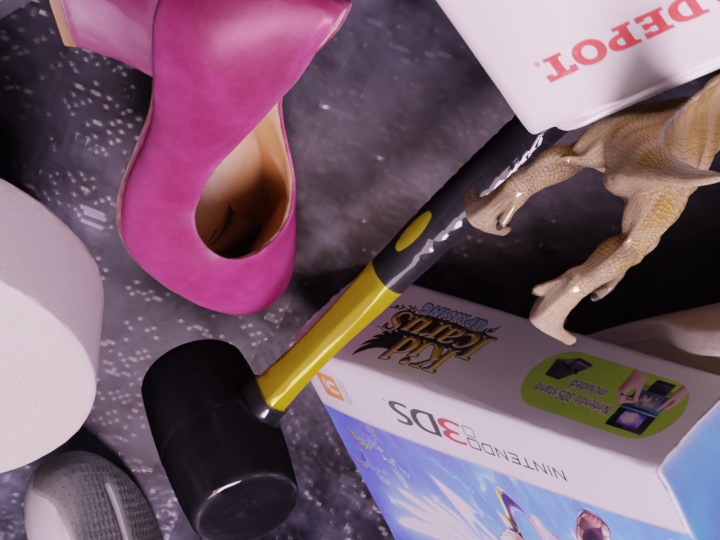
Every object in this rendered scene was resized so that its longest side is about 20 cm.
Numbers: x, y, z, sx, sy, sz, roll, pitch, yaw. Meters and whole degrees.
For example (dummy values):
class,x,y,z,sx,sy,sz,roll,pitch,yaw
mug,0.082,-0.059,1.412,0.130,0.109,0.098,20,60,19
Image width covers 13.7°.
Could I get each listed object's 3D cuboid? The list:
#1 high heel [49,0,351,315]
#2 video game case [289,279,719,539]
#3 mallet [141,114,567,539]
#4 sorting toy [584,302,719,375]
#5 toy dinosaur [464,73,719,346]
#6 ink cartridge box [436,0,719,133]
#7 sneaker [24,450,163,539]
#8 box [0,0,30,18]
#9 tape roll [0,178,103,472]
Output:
class,x,y,z,sx,sy,sz,roll,pitch,yaw
high heel,-0.027,-0.038,0.938,0.096,0.067,0.200,18,148,24
video game case,0.083,0.104,1.012,0.181,0.045,0.200,17,142,49
mallet,0.000,0.000,0.977,0.041,0.066,0.200,22,115,-44
sorting toy,0.139,0.071,1.007,0.180,0.107,0.200,-8,124,38
toy dinosaur,0.082,-0.031,0.889,0.101,0.200,0.058,-42,83,19
ink cartridge box,0.063,-0.156,0.845,0.145,0.084,0.200,-22,120,27
sneaker,-0.109,0.151,1.138,0.080,0.070,0.200,2,129,14
box,-0.141,-0.148,0.901,0.200,0.049,0.161,-26,124,33
tape roll,-0.180,0.015,0.940,0.202,0.037,0.203,3,153,1
